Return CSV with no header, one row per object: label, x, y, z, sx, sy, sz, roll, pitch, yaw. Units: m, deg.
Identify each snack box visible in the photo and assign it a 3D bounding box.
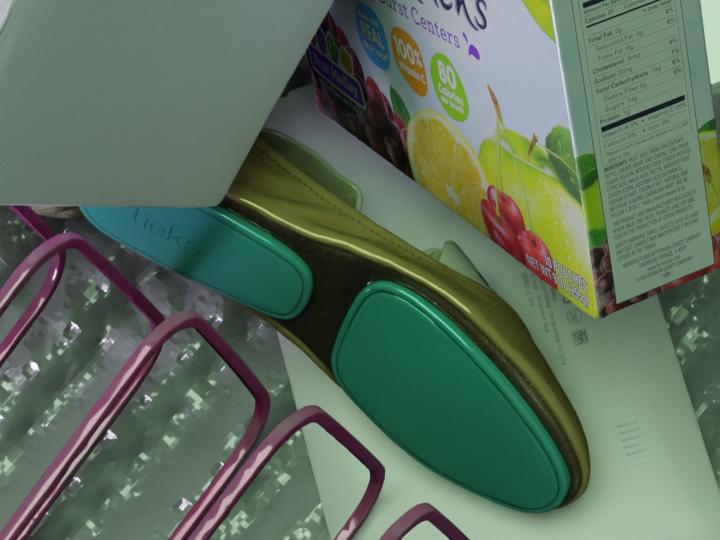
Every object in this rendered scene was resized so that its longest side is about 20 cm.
snack box,0.033,-0.090,0.737,0.053,0.143,0.200,-20,28,-18

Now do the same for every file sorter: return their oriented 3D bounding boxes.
file sorter,-0.076,0.075,0.760,0.199,0.139,0.126,35,84,19

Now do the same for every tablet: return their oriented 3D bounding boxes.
tablet,0.036,0.017,0.833,0.129,0.014,0.201,-17,69,4

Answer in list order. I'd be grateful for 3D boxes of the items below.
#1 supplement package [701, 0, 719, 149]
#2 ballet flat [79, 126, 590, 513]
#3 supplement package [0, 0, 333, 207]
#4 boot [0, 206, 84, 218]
supplement package,0.116,-0.134,0.813,0.120,0.120,0.201,-19,70,3
ballet flat,0.000,0.000,0.798,0.199,0.069,0.063,35,47,1
supplement package,-0.109,-0.126,0.741,0.200,0.117,0.117,52,123,32
boot,-0.183,-0.080,0.840,0.200,0.154,0.073,35,105,41
